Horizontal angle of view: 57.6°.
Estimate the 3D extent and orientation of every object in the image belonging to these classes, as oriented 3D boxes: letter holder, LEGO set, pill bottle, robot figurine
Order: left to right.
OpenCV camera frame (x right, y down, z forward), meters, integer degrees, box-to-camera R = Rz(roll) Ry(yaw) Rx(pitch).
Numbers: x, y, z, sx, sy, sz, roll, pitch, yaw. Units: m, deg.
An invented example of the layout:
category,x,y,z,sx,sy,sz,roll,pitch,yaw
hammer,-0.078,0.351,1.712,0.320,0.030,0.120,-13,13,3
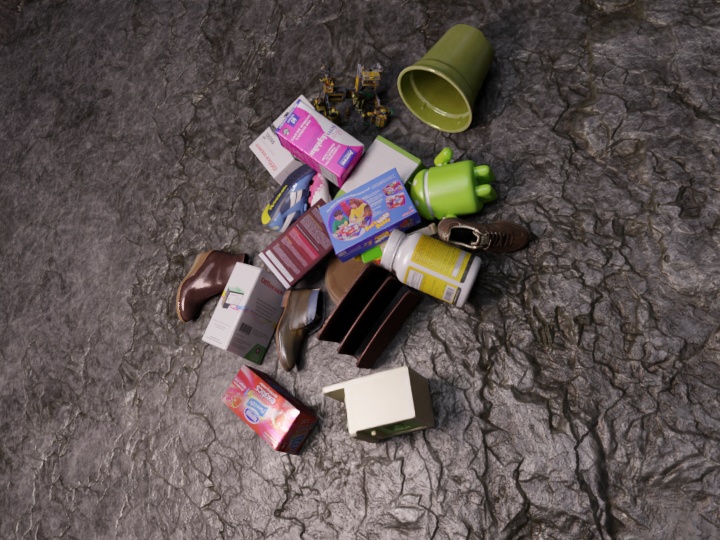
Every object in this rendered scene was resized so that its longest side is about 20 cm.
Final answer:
category,x,y,z,sx,sy,sz,roll,pitch,yaw
LEGO set,-0.014,-0.440,1.628,0.196,0.117,0.156,2,58,-7
letter holder,0.016,0.098,1.402,0.100,0.142,0.201,38,96,24
pill bottle,0.147,-0.010,1.385,0.197,0.113,0.114,24,80,10
robot figurine,0.199,-0.177,1.457,0.197,0.115,0.179,-7,80,23

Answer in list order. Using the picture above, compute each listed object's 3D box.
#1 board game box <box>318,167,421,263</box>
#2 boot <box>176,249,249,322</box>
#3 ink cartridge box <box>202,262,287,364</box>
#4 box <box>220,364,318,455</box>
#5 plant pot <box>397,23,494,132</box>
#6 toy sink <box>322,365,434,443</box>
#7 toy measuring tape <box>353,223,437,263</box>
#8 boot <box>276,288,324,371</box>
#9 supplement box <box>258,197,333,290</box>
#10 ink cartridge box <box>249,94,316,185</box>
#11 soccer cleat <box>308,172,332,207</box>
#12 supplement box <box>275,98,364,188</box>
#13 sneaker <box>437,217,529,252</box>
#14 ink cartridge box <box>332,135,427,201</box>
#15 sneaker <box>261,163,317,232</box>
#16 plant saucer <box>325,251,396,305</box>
category,x,y,z,sx,sy,sz,roll,pitch,yaw
board game box,0.019,-0.123,1.452,0.197,0.045,0.136,-27,58,6
boot,-0.378,0.041,1.678,0.164,0.072,0.203,3,68,29
ink cartridge box,-0.265,0.102,1.556,0.083,0.145,0.203,16,78,32
box,-0.204,0.311,1.471,0.199,0.095,0.101,32,87,32
plant pot,0.217,-0.463,1.535,0.198,0.201,0.186,24,70,31
toy sink,0.036,0.285,1.345,0.197,0.130,0.114,-17,64,18
toy measuring tape,0.075,-0.068,1.476,0.197,0.074,0.075,-22,62,6
boot,-0.137,0.131,1.524,0.095,0.075,0.204,-11,64,25
supplement box,-0.129,-0.061,1.541,0.199,0.061,0.109,-41,86,-2
ink cartridge box,-0.172,-0.333,1.720,0.200,0.084,0.145,-43,59,5
soccer cleat,-0.090,-0.146,1.624,0.085,0.070,0.204,7,75,11
supplement box,-0.095,-0.304,1.587,0.199,0.103,0.102,35,83,6
sneaker,0.259,-0.064,1.369,0.196,0.076,0.072,5,114,0
ink cartridge box,0.047,-0.198,1.565,0.147,0.076,0.201,36,90,32
sneaker,-0.166,-0.184,1.664,0.201,0.082,0.074,-53,29,-2
plant saucer,0.000,0.000,1.536,0.197,0.029,0.204,-10,66,23
